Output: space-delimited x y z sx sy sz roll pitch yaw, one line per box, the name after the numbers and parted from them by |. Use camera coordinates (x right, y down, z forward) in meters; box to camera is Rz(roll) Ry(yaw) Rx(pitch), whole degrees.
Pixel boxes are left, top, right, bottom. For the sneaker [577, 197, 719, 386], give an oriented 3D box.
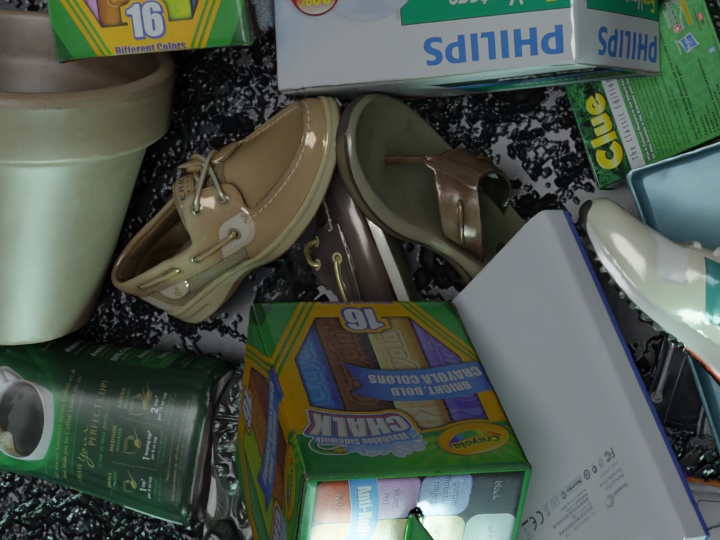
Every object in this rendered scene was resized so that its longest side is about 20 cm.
0.212 0.013 1.035 0.200 0.070 0.093 43 98 -3 | sneaker

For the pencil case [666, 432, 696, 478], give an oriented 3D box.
0.125 0.183 1.131 0.092 0.085 0.200 43 100 -7 | pencil case

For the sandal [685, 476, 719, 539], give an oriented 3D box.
0.225 0.168 1.069 0.207 0.059 0.079 7 118 -23 | sandal

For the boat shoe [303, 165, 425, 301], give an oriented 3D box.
0.000 0.000 1.158 0.059 0.072 0.200 -23 93 9 | boat shoe

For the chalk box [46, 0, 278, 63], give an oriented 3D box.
-0.118 -0.233 1.091 0.124 0.125 0.200 -4 105 14 | chalk box

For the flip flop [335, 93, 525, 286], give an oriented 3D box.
0.066 -0.035 1.106 0.200 0.081 0.058 43 141 -20 | flip flop

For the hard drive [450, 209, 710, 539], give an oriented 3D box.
0.109 0.086 1.040 0.132 0.025 0.200 -49 52 45 | hard drive

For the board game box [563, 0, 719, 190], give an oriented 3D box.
0.156 -0.159 1.112 0.105 0.023 0.200 -23 79 31 | board game box

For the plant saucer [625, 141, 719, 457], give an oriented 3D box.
0.216 0.025 1.076 0.070 0.019 0.200 -18 99 13 | plant saucer

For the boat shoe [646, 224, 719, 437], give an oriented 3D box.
0.205 -0.002 1.118 0.068 0.072 0.200 10 101 10 | boat shoe

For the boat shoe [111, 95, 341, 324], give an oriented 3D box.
-0.082 -0.037 1.129 0.064 0.071 0.200 20 133 -28 | boat shoe

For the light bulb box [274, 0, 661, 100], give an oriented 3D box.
0.058 -0.205 1.083 0.198 0.125 0.200 -3 91 32 | light bulb box

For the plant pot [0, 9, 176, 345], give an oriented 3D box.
-0.220 -0.054 1.154 0.200 0.200 0.175 11 111 11 | plant pot

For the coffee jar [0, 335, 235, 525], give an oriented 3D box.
-0.183 0.088 1.190 0.200 0.085 0.104 13 102 10 | coffee jar

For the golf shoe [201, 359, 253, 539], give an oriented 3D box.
-0.060 0.129 1.165 0.078 0.094 0.200 17 85 0 | golf shoe

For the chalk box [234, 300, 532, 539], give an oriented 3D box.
0.010 0.121 1.014 0.124 0.200 0.125 0 123 -14 | chalk box
